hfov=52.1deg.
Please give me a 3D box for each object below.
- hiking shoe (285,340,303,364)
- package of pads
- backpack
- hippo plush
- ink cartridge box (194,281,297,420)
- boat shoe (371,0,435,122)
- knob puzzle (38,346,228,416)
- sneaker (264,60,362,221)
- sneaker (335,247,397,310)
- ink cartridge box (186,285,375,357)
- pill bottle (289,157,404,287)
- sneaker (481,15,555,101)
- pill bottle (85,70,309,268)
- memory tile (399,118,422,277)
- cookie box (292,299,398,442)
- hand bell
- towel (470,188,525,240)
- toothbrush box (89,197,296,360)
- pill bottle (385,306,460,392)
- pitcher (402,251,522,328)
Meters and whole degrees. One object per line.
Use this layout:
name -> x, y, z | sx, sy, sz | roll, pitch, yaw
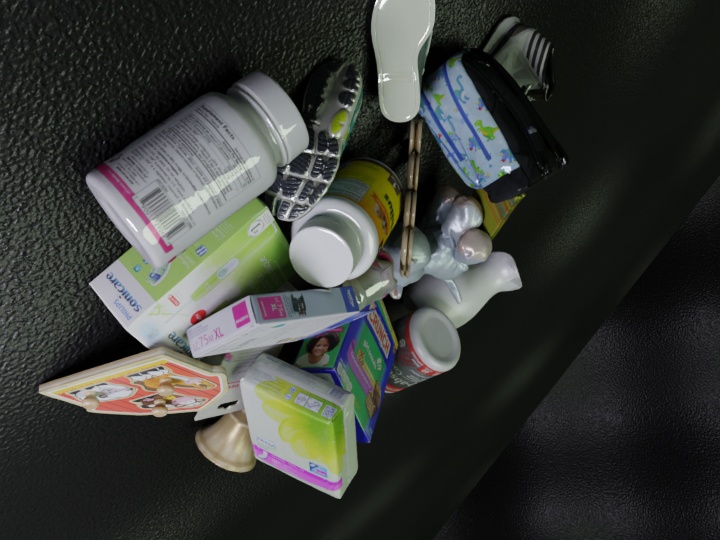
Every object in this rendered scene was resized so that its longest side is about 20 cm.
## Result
hiking shoe -> -0.084, 0.154, 1.198 | 0.101, 0.076, 0.200 | -50, 149, 7
package of pads -> -0.085, 0.217, 1.031 | 0.068, 0.154, 0.200 | -51, 152, -39
backpack -> 0.169, -0.199, 0.989 | 0.154, 0.200, 0.163 | -17, -169, 41
hippo plush -> 0.095, -0.045, 1.179 | 0.161, 0.160, 0.200 | -10, 155, -18
ink cartridge box -> -0.170, 0.105, 1.021 | 0.117, 0.067, 0.200 | -2, 126, -55
boat shoe -> 0.050, -0.281, 0.889 | 0.062, 0.073, 0.200 | -83, 176, -48
knob puzzle -> -0.249, 0.154, 0.892 | 0.219, 0.031, 0.220 | -7, 154, -4
sneaker -> -0.044, -0.142, 0.856 | 0.200, 0.077, 0.080 | -65, 166, -11
sneaker -> 0.000, 0.000, 1.012 | 0.088, 0.200, 0.081 | -19, 114, -6
ink cartridge box -> -0.088, 0.057, 0.865 | 0.119, 0.042, 0.200 | -27, 164, 37
pill bottle -> -0.018, -0.060, 0.914 | 0.200, 0.109, 0.109 | -59, 172, -57
sneaker -> 0.204, -0.254, 1.062 | 0.076, 0.115, 0.201 | 3, 123, -57
pill bottle -> -0.156, -0.104, 0.731 | 0.200, 0.113, 0.113 | -39, 151, -17
memory tile -> 0.069, -0.096, 1.020 | 0.153, 0.017, 0.200 | 76, 20, -81
cookie box -> -0.016, 0.129, 1.119 | 0.200, 0.075, 0.171 | -70, 148, -44
hand bell -> -0.158, 0.195, 1.116 | 0.104, 0.104, 0.200 | 8, 118, -58
towel -> 0.195, -0.093, 1.138 | 0.018, 0.086, 0.200 | -9, 154, -17
toothbrush box -> -0.184, 0.005, 0.859 | 0.200, 0.086, 0.146 | -41, 151, -11
pill bottle -> 0.069, 0.149, 1.300 | 0.116, 0.116, 0.200 | -15, 168, -47
pitcher -> 0.176, 0.033, 1.391 | 0.200, 0.172, 0.121 | -26, 102, -14
